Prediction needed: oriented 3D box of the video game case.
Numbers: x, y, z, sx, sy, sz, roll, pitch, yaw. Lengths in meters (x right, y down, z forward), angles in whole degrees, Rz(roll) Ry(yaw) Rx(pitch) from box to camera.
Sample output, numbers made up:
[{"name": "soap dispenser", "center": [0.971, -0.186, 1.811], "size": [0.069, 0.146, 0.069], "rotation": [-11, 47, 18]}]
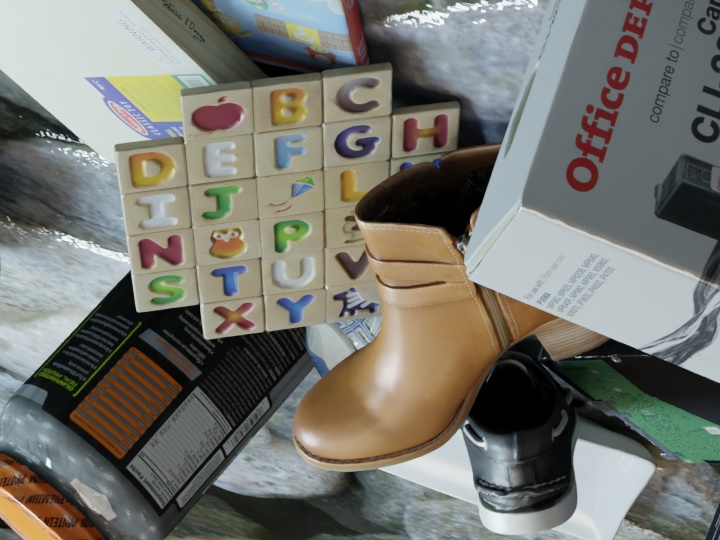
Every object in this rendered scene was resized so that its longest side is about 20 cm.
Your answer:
[{"name": "video game case", "center": [-0.075, -0.153, 0.914], "size": [0.143, 0.017, 0.200], "rotation": [14, 158, 14]}]

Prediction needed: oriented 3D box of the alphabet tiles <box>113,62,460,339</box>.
[{"name": "alphabet tiles", "center": [-0.035, -0.029, 1.042], "size": [0.166, 0.006, 0.200], "rotation": [-7, 144, -6]}]

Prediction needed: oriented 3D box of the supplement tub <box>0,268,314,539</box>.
[{"name": "supplement tub", "center": [-0.126, 0.078, 1.222], "size": [0.122, 0.200, 0.123], "rotation": [36, 160, 16]}]

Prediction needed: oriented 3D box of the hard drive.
[{"name": "hard drive", "center": [0.215, 0.062, 1.137], "size": [0.200, 0.038, 0.140], "rotation": [-6, 146, 47]}]

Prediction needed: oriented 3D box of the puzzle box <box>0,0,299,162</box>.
[{"name": "puzzle box", "center": [-0.129, -0.113, 0.996], "size": [0.133, 0.025, 0.200], "rotation": [2, 152, 37]}]

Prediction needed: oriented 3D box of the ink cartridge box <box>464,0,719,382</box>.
[{"name": "ink cartridge box", "center": [0.159, -0.035, 0.816], "size": [0.200, 0.144, 0.084], "rotation": [21, 157, -3]}]

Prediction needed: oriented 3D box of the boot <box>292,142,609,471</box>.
[{"name": "boot", "center": [0.029, 0.020, 1.055], "size": [0.200, 0.077, 0.155], "rotation": [-22, 144, 13]}]

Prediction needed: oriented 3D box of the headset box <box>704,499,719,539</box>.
[{"name": "headset box", "center": [0.328, 0.179, 1.206], "size": [0.174, 0.093, 0.200], "rotation": [31, 163, -25]}]

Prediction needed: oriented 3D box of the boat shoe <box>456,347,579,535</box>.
[{"name": "boat shoe", "center": [0.084, 0.078, 1.170], "size": [0.074, 0.200, 0.060], "rotation": [-7, 110, 6]}]

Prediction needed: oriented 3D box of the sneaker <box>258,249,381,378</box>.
[{"name": "sneaker", "center": [0.000, 0.000, 1.158], "size": [0.088, 0.075, 0.200], "rotation": [-4, 154, 17]}]

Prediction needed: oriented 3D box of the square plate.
[{"name": "square plate", "center": [0.089, 0.117, 1.385], "size": [0.198, 0.028, 0.200], "rotation": [19, 158, 5]}]
